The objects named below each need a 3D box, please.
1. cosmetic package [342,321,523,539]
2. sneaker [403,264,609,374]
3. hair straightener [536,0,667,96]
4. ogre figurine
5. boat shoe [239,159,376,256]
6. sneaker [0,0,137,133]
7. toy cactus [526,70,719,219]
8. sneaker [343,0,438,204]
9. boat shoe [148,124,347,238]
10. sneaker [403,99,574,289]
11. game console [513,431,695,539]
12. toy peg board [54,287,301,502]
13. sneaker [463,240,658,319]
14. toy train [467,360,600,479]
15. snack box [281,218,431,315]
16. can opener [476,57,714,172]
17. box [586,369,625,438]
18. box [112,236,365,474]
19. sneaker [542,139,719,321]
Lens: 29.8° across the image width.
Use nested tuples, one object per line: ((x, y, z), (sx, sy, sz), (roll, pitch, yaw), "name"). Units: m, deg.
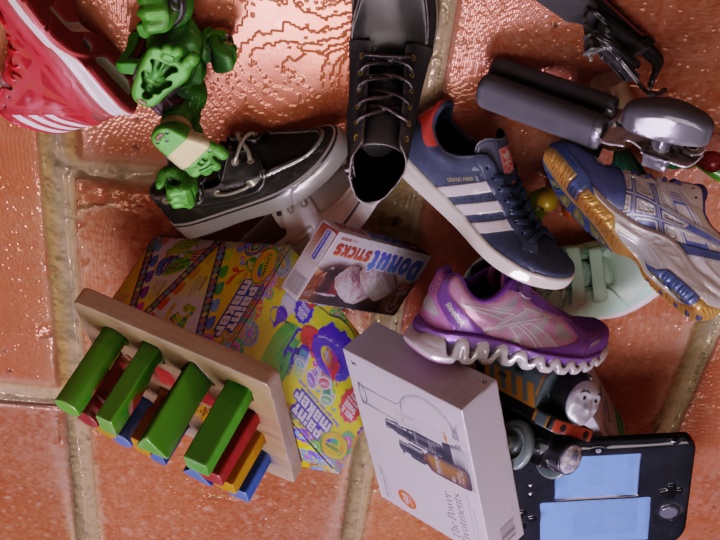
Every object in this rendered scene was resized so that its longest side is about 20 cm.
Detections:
((0.069, 0.160, 1.257), (0.150, 0.052, 0.201), (26, 142, 42), "cosmetic package")
((0.139, 0.039, 1.209), (0.198, 0.080, 0.089), (6, 103, -22), "sneaker")
((0.188, -0.194, 1.106), (0.041, 0.077, 0.200), (-21, 135, 40), "hair straightener")
((-0.154, -0.163, 1.116), (0.097, 0.120, 0.201), (-17, 133, 13), "ogre figurine")
((-0.051, -0.054, 1.259), (0.069, 0.071, 0.200), (26, 137, -26), "boat shoe")
((-0.286, -0.183, 1.132), (0.115, 0.079, 0.200), (-22, 129, 20), "sneaker")
((0.230, -0.093, 1.203), (0.198, 0.103, 0.166), (-6, 125, 20), "toy cactus")
((0.026, -0.159, 1.107), (0.074, 0.107, 0.201), (3, 121, 0), "sneaker")
((-0.103, -0.089, 1.222), (0.199, 0.071, 0.064), (-23, 131, 25), "boat shoe")
((0.120, -0.070, 1.186), (0.200, 0.075, 0.085), (41, 120, 7), "sneaker")
((0.248, 0.237, 1.431), (0.198, 0.031, 0.178), (-4, 136, 3), "game console")
((-0.171, 0.138, 1.218), (0.199, 0.098, 0.200), (22, 151, 17), "toy peg board")
((0.195, 0.008, 1.273), (0.199, 0.074, 0.118), (-13, 166, 17), "sneaker")
((0.145, 0.120, 1.295), (0.085, 0.200, 0.115), (18, 95, -38), "toy train")
((0.000, 0.000, 1.243), (0.072, 0.024, 0.200), (-58, 155, 10), "snack box")
((0.196, -0.140, 1.125), (0.199, 0.053, 0.067), (22, 138, 15), "can opener")
((0.167, 0.176, 1.455), (0.199, 0.097, 0.177), (-19, 131, 20), "box")
((-0.112, 0.081, 1.302), (0.192, 0.122, 0.200), (5, 144, 40), "box")
((0.245, -0.051, 1.149), (0.200, 0.075, 0.088), (43, 86, 6), "sneaker")
